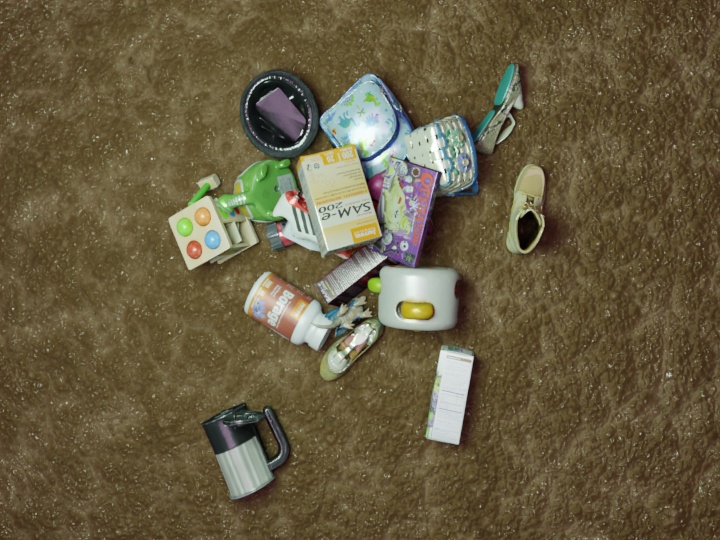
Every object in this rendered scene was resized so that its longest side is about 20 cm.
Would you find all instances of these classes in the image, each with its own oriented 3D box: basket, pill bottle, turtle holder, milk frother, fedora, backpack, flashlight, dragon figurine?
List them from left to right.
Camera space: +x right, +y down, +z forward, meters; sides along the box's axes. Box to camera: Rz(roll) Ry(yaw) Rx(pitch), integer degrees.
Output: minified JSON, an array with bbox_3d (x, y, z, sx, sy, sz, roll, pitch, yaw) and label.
[{"bbox_3d":[-0.266,0.412,1.465,0.177,0.200,0.192,-24,89,4],"label":"milk frother"},{"bbox_3d":[-0.231,-0.167,1.457,0.130,0.187,0.142,-5,133,39],"label":"turtle holder"},{"bbox_3d":[-0.182,-0.356,1.481,0.195,0.092,0.206,0,92,8],"label":"fedora"},{"bbox_3d":[-0.161,0.099,1.483,0.197,0.112,0.114,30,96,6],"label":"pill bottle"},{"bbox_3d":[-0.124,-0.109,1.498,0.196,0.068,0.069,-22,45,5],"label":"flashlight"},{"bbox_3d":[-0.040,0.109,1.432,0.099,0.198,0.060,-33,87,53],"label":"dragon figurine"},{"bbox_3d":[0.023,-0.309,1.426,0.182,0.147,0.201,-38,92,12],"label":"backpack"},{"bbox_3d":[0.191,-0.243,1.383,0.137,0.199,0.181,-12,95,36],"label":"basket"}]

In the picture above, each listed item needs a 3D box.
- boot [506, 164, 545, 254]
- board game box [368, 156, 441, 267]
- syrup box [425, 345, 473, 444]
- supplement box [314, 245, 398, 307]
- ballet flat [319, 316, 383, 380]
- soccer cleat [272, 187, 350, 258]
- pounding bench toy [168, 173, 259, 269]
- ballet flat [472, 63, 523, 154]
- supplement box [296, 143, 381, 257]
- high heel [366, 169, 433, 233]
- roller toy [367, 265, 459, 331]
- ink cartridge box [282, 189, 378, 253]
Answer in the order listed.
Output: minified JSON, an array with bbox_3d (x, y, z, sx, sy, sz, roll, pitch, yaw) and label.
[{"bbox_3d":[0.364,-0.135,1.376,0.071,0.155,0.205,15,94,7],"label":"boot"},{"bbox_3d":[0.091,-0.122,1.332,0.118,0.032,0.205,20,108,24],"label":"board game box"},{"bbox_3d":[0.204,0.280,1.452,0.079,0.079,0.205,9,93,8],"label":"syrup box"},{"bbox_3d":[0.000,0.000,1.455,0.199,0.109,0.061,-38,75,7],"label":"supplement box"},{"bbox_3d":[-0.027,0.184,1.489,0.200,0.071,0.071,-43,86,8],"label":"ballet flat"},{"bbox_3d":[-0.104,-0.089,1.390,0.199,0.069,0.085,42,116,-16],"label":"soccer cleat"},{"bbox_3d":[-0.356,-0.125,1.471,0.122,0.156,0.204,-25,88,20],"label":"pounding bench toy"},{"bbox_3d":[0.320,-0.355,1.430,0.074,0.068,0.203,24,101,-15],"label":"ballet flat"},{"bbox_3d":[-0.046,-0.144,1.321,0.123,0.073,0.204,-16,85,-16],"label":"supplement box"},{"bbox_3d":[0.088,-0.141,1.433,0.095,0.068,0.201,-35,117,5],"label":"high heel"},{"bbox_3d":[0.129,0.064,1.401,0.179,0.198,0.144,0,94,-34],"label":"roller toy"},{"bbox_3d":[-0.057,-0.110,1.442,0.197,0.047,0.162,26,110,-15],"label":"ink cartridge box"}]
